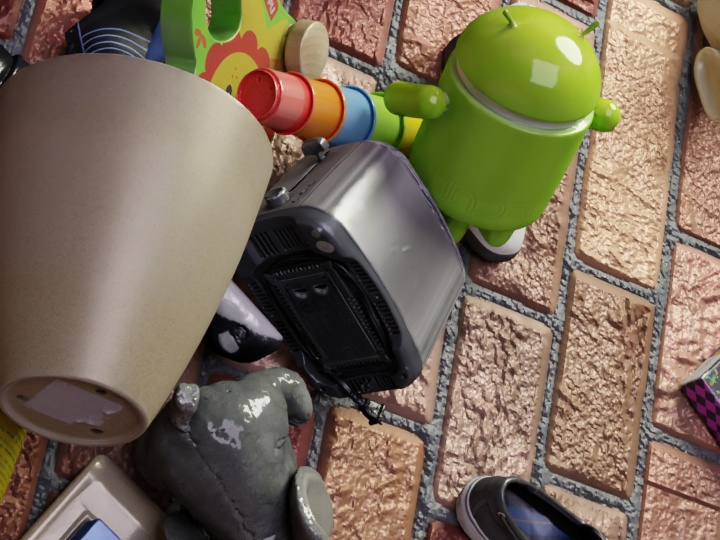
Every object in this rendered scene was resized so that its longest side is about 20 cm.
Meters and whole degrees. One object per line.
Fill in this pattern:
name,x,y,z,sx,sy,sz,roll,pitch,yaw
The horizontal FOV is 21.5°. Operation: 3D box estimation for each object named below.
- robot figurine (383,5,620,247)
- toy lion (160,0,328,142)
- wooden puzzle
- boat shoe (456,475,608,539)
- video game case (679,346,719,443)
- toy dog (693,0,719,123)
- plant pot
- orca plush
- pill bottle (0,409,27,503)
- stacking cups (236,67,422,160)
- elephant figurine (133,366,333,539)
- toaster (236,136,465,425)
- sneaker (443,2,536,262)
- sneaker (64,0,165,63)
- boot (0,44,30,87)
robot figurine,0.108,-0.112,1.424,0.175,0.200,0.116,2,43,-24
toy lion,-0.100,-0.150,1.384,0.192,0.068,0.200,-62,150,-34
wooden puzzle,-0.167,0.250,1.276,0.185,0.046,0.200,46,57,-10
boat shoe,0.166,0.222,1.475,0.200,0.066,0.070,41,58,-14
video game case,0.394,0.128,1.662,0.181,0.036,0.200,-39,96,-34
toy dog,0.410,-0.203,1.739,0.199,0.140,0.194,11,32,-26
plant pot,-0.162,0.000,1.186,0.187,0.187,0.201,24,55,-23
orca plush,-0.147,0.000,1.358,0.071,0.105,0.200,-43,103,-2
pill bottle,-0.282,0.132,1.204,0.112,0.112,0.201,27,62,-21
stacking cups,-0.022,-0.112,1.430,0.200,0.060,0.061,5,70,-55
elephant figurine,-0.066,0.177,1.301,0.155,0.141,0.201,-13,77,-42
toaster,0.000,0.000,1.403,0.200,0.113,0.129,58,43,-24
sneaker,0.121,-0.116,1.533,0.067,0.108,0.202,5,72,-30
sneaker,-0.184,-0.135,1.357,0.078,0.070,0.200,16,39,1
boot,-0.327,-0.118,1.279,0.168,0.076,0.201,38,52,-20
